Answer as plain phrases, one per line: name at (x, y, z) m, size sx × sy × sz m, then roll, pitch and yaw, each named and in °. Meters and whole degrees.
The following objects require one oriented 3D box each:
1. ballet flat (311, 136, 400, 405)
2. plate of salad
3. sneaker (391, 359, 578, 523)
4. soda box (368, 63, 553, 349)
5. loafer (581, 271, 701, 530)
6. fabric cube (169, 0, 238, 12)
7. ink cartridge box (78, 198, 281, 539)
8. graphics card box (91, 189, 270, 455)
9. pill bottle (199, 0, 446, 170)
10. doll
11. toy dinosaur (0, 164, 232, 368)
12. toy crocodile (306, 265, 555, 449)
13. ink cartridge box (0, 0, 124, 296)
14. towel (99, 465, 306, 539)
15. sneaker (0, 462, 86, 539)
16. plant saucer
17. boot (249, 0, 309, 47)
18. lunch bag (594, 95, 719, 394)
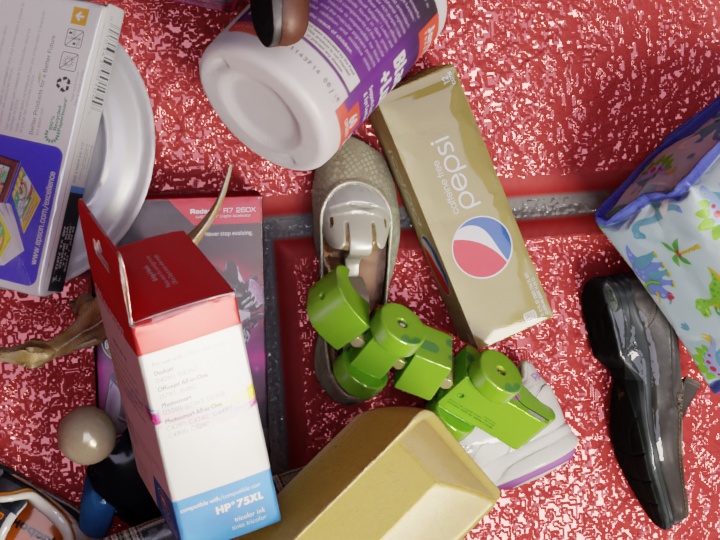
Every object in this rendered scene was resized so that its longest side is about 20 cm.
ballet flat at (0.000, 0.000, 1.140) m, size 0.067 × 0.062 × 0.201 m, roll -2°, pitch 95°, yaw -10°
plate of salad at (-0.233, -0.086, 1.088) m, size 0.199 × 0.048 × 0.201 m, roll 0°, pitch 89°, yaw 14°
sneaker at (0.058, 0.132, 1.166) m, size 0.199 × 0.075 × 0.100 m, roll -20°, pitch 84°, yaw -12°
soda box at (0.070, -0.048, 1.145) m, size 0.064 × 0.068 × 0.201 m, roll -24°, pitch 98°, yaw -7°
loafer at (0.228, 0.096, 1.185) m, size 0.072 × 0.073 × 0.201 m, roll -14°, pitch 98°, yaw -13°
fabric cube at (-0.154, -0.296, 1.020) m, size 0.195 × 0.200 × 0.200 m, roll 10°, pitch 91°, yaw -9°
ink cartridge box at (-0.112, 0.055, 0.955) m, size 0.067 × 0.116 × 0.201 m, roll -17°, pitch 116°, yaw -17°
graphics card box at (-0.130, 0.043, 1.127) m, size 0.125 × 0.051 × 0.201 m, roll -1°, pitch 95°, yaw -9°
pill bottle at (-0.010, -0.173, 1.079) m, size 0.111 × 0.111 × 0.200 m, roll 45°, pitch 63°, yaw -10°
doll at (-0.138, 0.157, 1.087) m, size 0.136 × 0.049 × 0.200 m, roll -36°, pitch 130°, yaw 12°
toy dinosaur at (-0.149, 0.012, 1.044) m, size 0.200 × 0.101 × 0.058 m, roll -39°, pitch 97°, yaw -2°
toy crocodile at (0.049, 0.066, 1.099) m, size 0.199 × 0.062 × 0.068 m, roll 28°, pitch 128°, yaw -15°
ink cartridge box at (-0.275, -0.100, 1.052) m, size 0.199 × 0.043 × 0.199 m, roll 13°, pitch 92°, yaw 12°
towel at (-0.100, 0.234, 1.116) m, size 0.192 × 0.035 × 0.201 m, roll -20°, pitch 130°, yaw -10°
sneaker at (-0.280, 0.163, 1.097) m, size 0.199 × 0.079 × 0.079 m, roll 23°, pitch 91°, yaw -9°
plant saucer at (-0.012, 0.178, 1.038) m, size 0.200 × 0.200 × 0.048 m, roll -44°, pitch 60°, yaw -3°
boot at (0.032, -0.203, 1.012) m, size 0.199 × 0.069 × 0.189 m, roll 11°, pitch 48°, yaw -8°
lunch bag at (0.294, -0.037, 1.160) m, size 0.200 × 0.127 × 0.170 m, roll -43°, pitch 102°, yaw -34°
